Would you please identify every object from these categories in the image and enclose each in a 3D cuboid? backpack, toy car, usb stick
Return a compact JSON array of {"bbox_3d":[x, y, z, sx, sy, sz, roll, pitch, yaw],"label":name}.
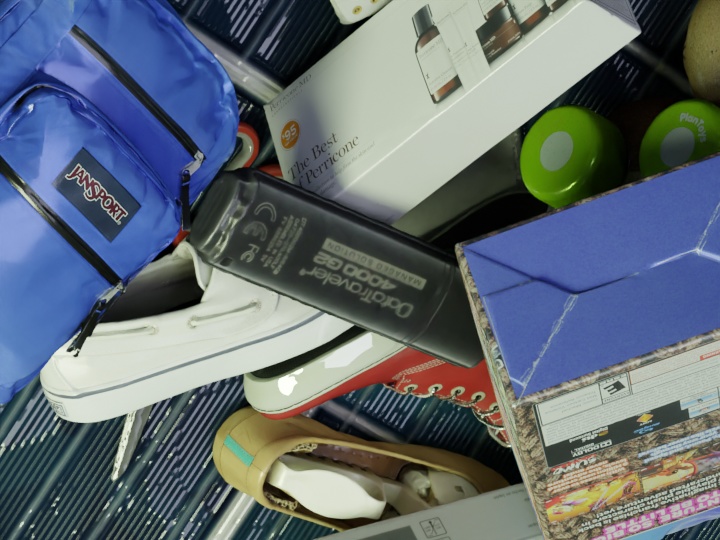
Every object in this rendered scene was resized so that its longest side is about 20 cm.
[{"bbox_3d":[-0.154,-0.053,1.349,0.200,0.168,0.163,-47,127,-5],"label":"backpack"},{"bbox_3d":[0.199,-0.107,1.516,0.164,0.157,0.201,26,72,-45],"label":"toy car"},{"bbox_3d":[0.000,0.000,1.420,0.199,0.033,0.056,22,104,-39],"label":"usb stick"}]

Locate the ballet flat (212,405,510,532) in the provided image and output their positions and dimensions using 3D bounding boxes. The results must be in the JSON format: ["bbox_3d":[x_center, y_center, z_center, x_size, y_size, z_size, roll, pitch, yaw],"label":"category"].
[{"bbox_3d":[0.011,0.128,1.546,0.199,0.063,0.069,16,102,-28],"label":"ballet flat"}]

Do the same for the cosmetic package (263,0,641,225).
[{"bbox_3d":[0.041,-0.101,1.406,0.200,0.083,0.051,-38,139,28],"label":"cosmetic package"}]

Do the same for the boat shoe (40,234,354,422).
[{"bbox_3d":[-0.075,0.011,1.449,0.199,0.072,0.066,-19,123,-8],"label":"boat shoe"}]

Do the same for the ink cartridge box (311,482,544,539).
[{"bbox_3d":[0.060,0.193,1.564,0.199,0.044,0.174,-14,139,-18],"label":"ink cartridge box"}]

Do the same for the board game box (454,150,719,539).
[{"bbox_3d":[0.148,0.049,1.424,0.159,0.097,0.200,-19,149,-1],"label":"board game box"}]

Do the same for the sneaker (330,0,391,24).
[{"bbox_3d":[0.038,-0.165,1.451,0.200,0.074,0.116,34,108,-33],"label":"sneaker"}]

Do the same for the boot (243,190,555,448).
[{"bbox_3d":[0.040,0.064,1.532,0.199,0.072,0.145,-27,119,-16],"label":"boot"}]

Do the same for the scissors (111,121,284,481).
[{"bbox_3d":[-0.101,0.014,1.484,0.073,0.014,0.201,31,96,-32],"label":"scissors"}]
